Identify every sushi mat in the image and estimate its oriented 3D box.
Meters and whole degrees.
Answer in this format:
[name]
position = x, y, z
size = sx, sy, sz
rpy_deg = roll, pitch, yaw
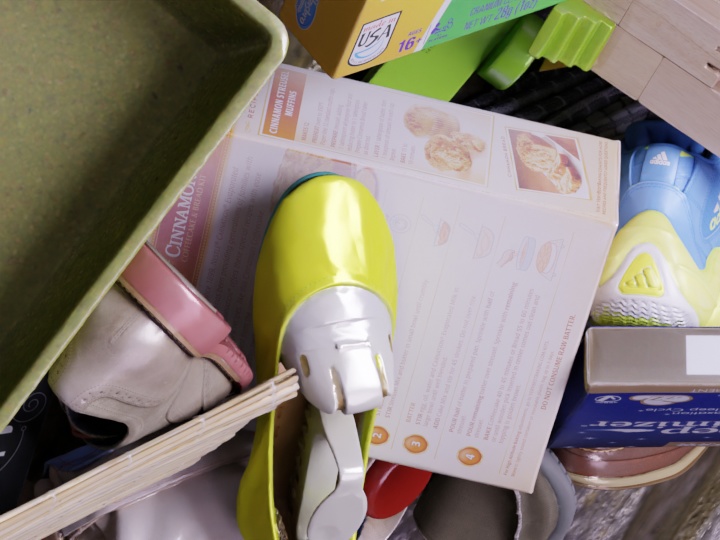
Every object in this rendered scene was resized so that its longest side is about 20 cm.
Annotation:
[sushi mat]
position = -0.117, 0.095, 1.203
size = 0.200, 0.012, 0.096
rpy_deg = -26, 173, -42

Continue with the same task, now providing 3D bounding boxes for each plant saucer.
[plant saucer]
position = -0.153, -0.071, 1.133
size = 0.200, 0.200, 0.048
rpy_deg = -52, 171, 10

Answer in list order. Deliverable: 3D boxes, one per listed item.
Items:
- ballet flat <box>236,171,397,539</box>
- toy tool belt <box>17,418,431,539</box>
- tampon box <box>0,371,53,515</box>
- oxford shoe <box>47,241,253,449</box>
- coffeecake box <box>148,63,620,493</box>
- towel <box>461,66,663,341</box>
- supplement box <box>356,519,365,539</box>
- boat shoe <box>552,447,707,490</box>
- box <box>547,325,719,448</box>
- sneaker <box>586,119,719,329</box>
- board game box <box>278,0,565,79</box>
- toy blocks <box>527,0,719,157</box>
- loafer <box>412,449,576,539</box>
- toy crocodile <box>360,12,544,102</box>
[ballet flat]
position = -0.013, 0.055, 1.271
size = 0.067, 0.067, 0.200
rpy_deg = -5, 126, -21
[toy tool belt]
position = -0.075, 0.095, 1.405
size = 0.200, 0.123, 0.125
rpy_deg = -27, 143, -35
[tampon box]
position = -0.251, 0.074, 1.199
size = 0.200, 0.126, 0.150
rpy_deg = -6, 128, -41
[oxford shoe]
position = -0.094, 0.036, 1.209
size = 0.075, 0.070, 0.200
rpy_deg = -45, 169, -5
[coffeecake box]
position = 0.000, 0.000, 1.322
size = 0.200, 0.073, 0.154
rpy_deg = 13, 124, -3
[towel]
position = 0.084, -0.014, 1.470
size = 0.200, 0.086, 0.166
rpy_deg = -25, 140, -27
[supplement box]
position = -0.082, 0.230, 1.495
size = 0.200, 0.134, 0.200
rpy_deg = -20, 136, -29
[boat shoe]
position = 0.176, 0.061, 1.640
size = 0.200, 0.072, 0.068
rpy_deg = -22, 132, -37
[box]
position = 0.152, 0.059, 1.391
size = 0.121, 0.032, 0.200
rpy_deg = 0, 169, -3
[sneaker]
position = 0.150, -0.011, 1.401
size = 0.200, 0.076, 0.105
rpy_deg = 55, 45, -80
[board game box]
position = 0.063, -0.175, 1.181
size = 0.153, 0.040, 0.200
rpy_deg = -22, 152, -34
[toy blocks]
position = 0.177, -0.106, 1.362
size = 0.100, 0.137, 0.200
rpy_deg = -60, 169, 28
[loafer]
position = 0.069, 0.130, 1.583
size = 0.070, 0.075, 0.200
rpy_deg = -29, 149, -13
[toy crocodile]
position = 0.070, -0.149, 1.353
size = 0.067, 0.062, 0.200
rpy_deg = 33, 103, -11
